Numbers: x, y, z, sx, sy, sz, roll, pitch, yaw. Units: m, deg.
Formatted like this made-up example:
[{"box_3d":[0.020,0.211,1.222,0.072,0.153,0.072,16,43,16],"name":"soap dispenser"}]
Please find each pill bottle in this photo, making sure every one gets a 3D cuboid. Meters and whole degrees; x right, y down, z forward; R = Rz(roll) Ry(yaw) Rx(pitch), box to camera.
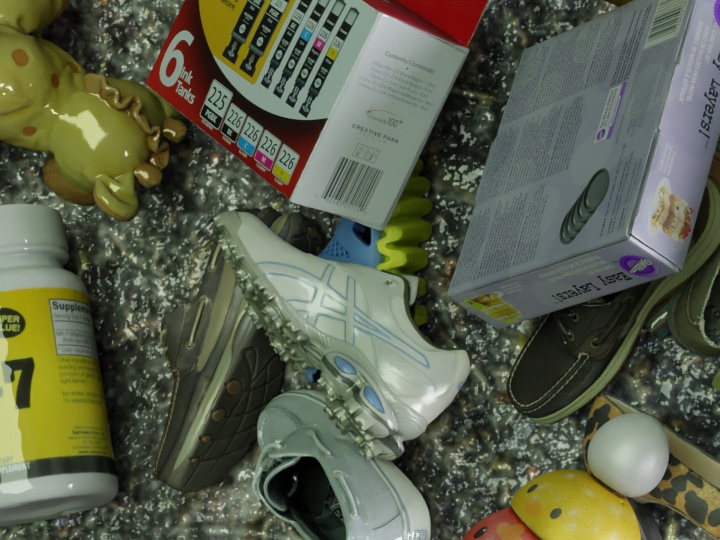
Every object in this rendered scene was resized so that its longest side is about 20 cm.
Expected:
[{"box_3d":[-0.233,0.064,1.701,0.114,0.114,0.201,-14,77,16],"name":"pill bottle"}]

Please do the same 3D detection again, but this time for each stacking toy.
[{"box_3d":[0.121,0.171,1.542,0.146,0.146,0.201,34,97,20],"name":"stacking toy"}]

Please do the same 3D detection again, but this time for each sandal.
[{"box_3d":[0.000,0.000,1.653,0.087,0.079,0.201,-2,80,22],"name":"sandal"}]

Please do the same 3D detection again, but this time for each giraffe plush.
[{"box_3d":[-0.204,-0.110,1.709,0.162,0.200,0.173,30,80,-12],"name":"giraffe plush"}]

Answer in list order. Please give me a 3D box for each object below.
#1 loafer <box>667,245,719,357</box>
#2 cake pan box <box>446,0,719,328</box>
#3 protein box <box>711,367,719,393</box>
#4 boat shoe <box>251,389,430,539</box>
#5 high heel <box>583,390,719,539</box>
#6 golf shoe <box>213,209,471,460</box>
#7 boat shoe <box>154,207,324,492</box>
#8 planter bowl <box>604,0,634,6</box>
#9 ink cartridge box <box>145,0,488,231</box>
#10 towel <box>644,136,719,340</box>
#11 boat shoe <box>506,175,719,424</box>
[{"box_3d":[0.269,-0.022,1.557,0.075,0.070,0.200,34,100,-7],"name":"loafer"},{"box_3d":[0.146,-0.075,1.545,0.184,0.052,0.201,-20,46,51],"name":"cake pan box"},{"box_3d":[0.347,0.045,1.457,0.198,0.135,0.200,41,80,10],"name":"protein box"},{"box_3d":[-0.028,0.130,1.597,0.201,0.071,0.070,40,121,54],"name":"boat shoe"},{"box_3d":[0.236,0.115,1.556,0.199,0.071,0.143,-24,77,20],"name":"high heel"},{"box_3d":[-0.011,0.025,1.596,0.097,0.078,0.200,-36,68,-12],"name":"golf shoe"},{"box_3d":[-0.092,0.051,1.685,0.073,0.074,0.201,19,80,30],"name":"boat shoe"},{"box_3d":[0.185,-0.227,1.600,0.199,0.084,0.201,-16,42,15],"name":"planter bowl"},{"box_3d":[-0.028,-0.151,1.623,0.200,0.084,0.176,38,106,48],"name":"ink cartridge box"},{"box_3d":[0.213,-0.075,1.620,0.200,0.022,0.147,-46,70,7],"name":"towel"},{"box_3d":[0.147,0.012,1.579,0.200,0.065,0.073,-54,42,22],"name":"boat shoe"}]
